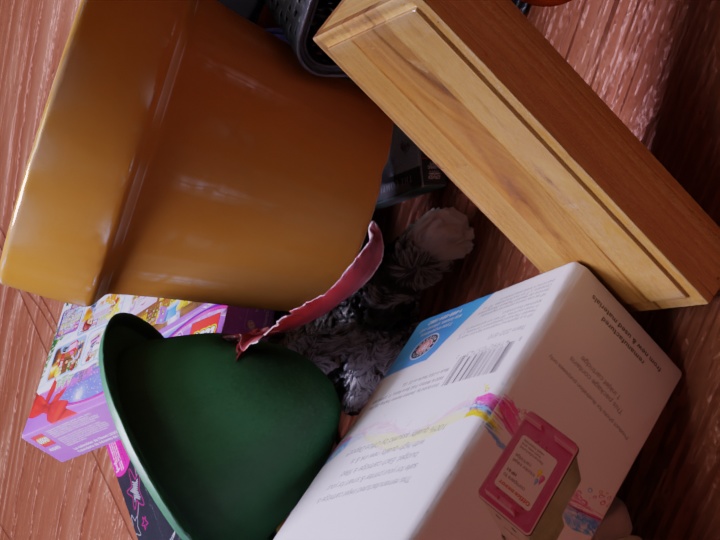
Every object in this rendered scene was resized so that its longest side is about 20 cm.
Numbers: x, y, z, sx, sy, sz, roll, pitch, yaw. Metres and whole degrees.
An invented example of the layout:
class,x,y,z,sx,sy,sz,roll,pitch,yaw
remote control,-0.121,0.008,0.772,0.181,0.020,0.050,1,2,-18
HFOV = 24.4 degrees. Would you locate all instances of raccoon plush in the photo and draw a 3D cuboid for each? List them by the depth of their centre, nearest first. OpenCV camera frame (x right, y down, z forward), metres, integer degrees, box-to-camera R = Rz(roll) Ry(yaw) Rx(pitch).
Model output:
class,x,y,z,sx,sy,sz,roll,pitch,yaw
raccoon plush,0.000,0.000,1.051,0.200,0.096,0.135,-38,40,25

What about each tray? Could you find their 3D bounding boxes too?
class,x,y,z,sx,sy,sz,roll,pitch,yaw
tray,0.076,-0.058,0.772,0.037,0.200,0.098,-52,19,-22

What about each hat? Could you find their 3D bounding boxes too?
class,x,y,z,sx,sy,sz,roll,pitch,yaw
hat,-0.023,0.055,0.872,0.166,0.175,0.200,54,-170,-18

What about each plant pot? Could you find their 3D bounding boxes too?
class,x,y,z,sx,sy,sz,roll,pitch,yaw
plant pot,-0.086,-0.061,0.936,0.200,0.181,0.202,-162,90,-80

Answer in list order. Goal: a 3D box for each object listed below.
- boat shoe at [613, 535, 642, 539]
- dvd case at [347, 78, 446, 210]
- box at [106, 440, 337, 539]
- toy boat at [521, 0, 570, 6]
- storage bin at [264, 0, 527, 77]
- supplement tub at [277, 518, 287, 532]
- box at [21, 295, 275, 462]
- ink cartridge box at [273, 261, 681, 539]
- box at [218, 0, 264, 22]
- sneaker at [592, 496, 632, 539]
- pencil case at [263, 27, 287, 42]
class,x,y,z,sx,sy,sz,roll,pitch,yaw
boat shoe,0.117,0.218,0.824,0.061,0.071,0.203,52,143,42
dvd case,0.004,-0.140,1.062,0.146,0.022,0.202,-14,81,62
box,-0.108,0.104,1.193,0.201,0.114,0.133,63,143,36
toy boat,0.075,-0.174,0.755,0.199,0.130,0.132,-32,50,20
storage bin,0.031,-0.211,0.882,0.094,0.134,0.201,60,142,40
supplement tub,-0.050,0.234,0.999,0.200,0.143,0.146,-91,6,-77
box,-0.130,0.034,1.072,0.199,0.039,0.138,-23,43,40
ink cartridge box,0.045,0.108,0.803,0.085,0.200,0.144,46,148,-13
box,-0.127,-0.140,1.132,0.141,0.078,0.201,120,174,-63
sneaker,0.088,0.187,0.889,0.199,0.073,0.113,-23,89,53
pencil case,-0.070,-0.071,1.103,0.200,0.077,0.087,117,173,-55
